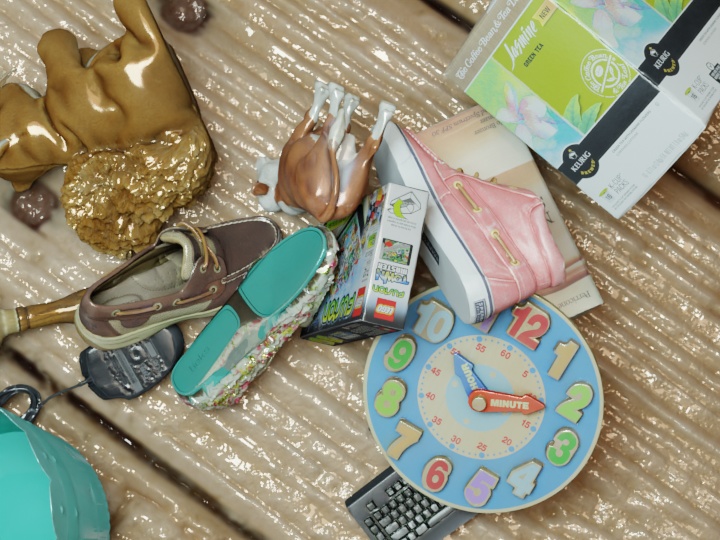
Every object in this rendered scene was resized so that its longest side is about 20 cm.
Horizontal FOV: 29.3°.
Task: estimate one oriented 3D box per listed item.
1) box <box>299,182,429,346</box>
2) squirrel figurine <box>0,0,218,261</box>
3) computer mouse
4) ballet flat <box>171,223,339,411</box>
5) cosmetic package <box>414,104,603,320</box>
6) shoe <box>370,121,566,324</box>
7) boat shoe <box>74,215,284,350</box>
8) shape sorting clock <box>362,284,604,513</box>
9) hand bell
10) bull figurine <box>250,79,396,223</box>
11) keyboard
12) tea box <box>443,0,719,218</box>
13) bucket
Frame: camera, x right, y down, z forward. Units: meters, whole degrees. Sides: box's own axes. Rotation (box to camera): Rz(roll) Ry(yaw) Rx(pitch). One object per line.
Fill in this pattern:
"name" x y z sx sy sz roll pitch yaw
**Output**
"box" 0.000 0.000 1.122 0.035 0.200 0.110 14 79 -14
"squirrel figurine" -0.227 -0.108 1.160 0.186 0.142 0.200 -24 81 -1
"computer mouse" -0.242 0.099 1.179 0.200 0.034 0.059 -26 95 -2
"ballet flat" -0.080 0.041 1.155 0.200 0.064 0.076 -45 50 16
"cosmetic package" 0.117 -0.035 1.194 0.103 0.087 0.200 -26 83 -7
"shoe" 0.085 -0.051 1.112 0.091 0.072 0.200 -20 58 -14
"boat shoe" -0.146 -0.002 1.155 0.200 0.072 0.072 -23 66 -25
"shape sorting clock" 0.099 0.105 1.127 0.200 0.039 0.200 2 99 12
"hand bell" -0.280 0.040 1.168 0.200 0.104 0.104 -10 81 -19
"bull figurine" -0.034 -0.094 1.143 0.065 0.200 0.122 19 95 -22
"keyboard" 0.072 0.149 1.173 0.200 0.021 0.127 -38 88 2
"tea box" 0.214 -0.191 1.165 0.197 0.134 0.200 39 48 3
"bucket" -0.302 0.201 1.069 0.207 0.135 0.207 -4 73 13
